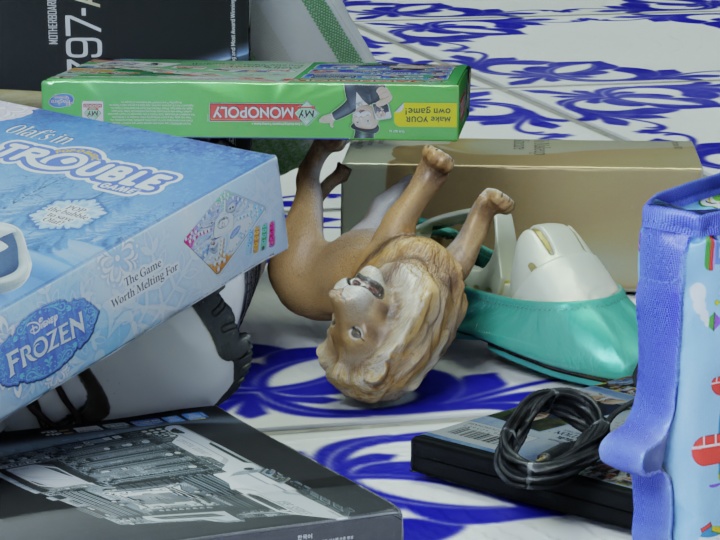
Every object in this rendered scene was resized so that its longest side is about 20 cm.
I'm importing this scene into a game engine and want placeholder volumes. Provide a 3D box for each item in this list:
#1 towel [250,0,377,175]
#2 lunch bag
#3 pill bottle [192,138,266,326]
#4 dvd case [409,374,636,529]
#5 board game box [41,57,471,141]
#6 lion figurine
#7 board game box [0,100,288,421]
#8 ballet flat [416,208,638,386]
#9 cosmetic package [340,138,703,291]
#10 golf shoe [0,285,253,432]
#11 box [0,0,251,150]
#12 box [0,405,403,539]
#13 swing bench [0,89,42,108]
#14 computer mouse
[{"bbox_3d":[-0.095,-0.103,1.440,0.199,0.150,0.031,-26,29,9],"label":"towel"},{"bbox_3d":[0.148,0.042,0.916,0.094,0.152,0.199,11,16,42],"label":"lunch bag"},{"bbox_3d":[-0.098,-0.014,1.283,0.105,0.107,0.200,1,11,3],"label":"pill bottle"},{"bbox_3d":[0.138,0.072,1.095,0.142,0.018,0.199,12,16,42],"label":"dvd case"},{"bbox_3d":[-0.047,-0.085,1.290,0.198,0.029,0.135,1,10,5],"label":"board game box"},{"bbox_3d":[0.000,0.000,1.257,0.072,0.123,0.200,34,-8,-19],"label":"lion figurine"},{"bbox_3d":[-0.164,-0.005,0.957,0.199,0.044,0.199,12,30,37],"label":"board game box"},{"bbox_3d":[0.074,0.007,1.271,0.067,0.071,0.199,-12,17,-40],"label":"ballet flat"},{"bbox_3d":[0.090,-0.033,1.456,0.198,0.072,0.105,0,11,2],"label":"cosmetic package"},{"bbox_3d":[-0.126,0.051,1.027,0.199,0.078,0.094,-19,16,43],"label":"golf shoe"},{"bbox_3d":[-0.137,-0.089,1.395,0.159,0.202,0.044,1,24,-2],"label":"box"},{"bbox_3d":[-0.107,0.097,0.896,0.199,0.050,0.157,-5,12,-26],"label":"box"},{"bbox_3d":[-0.280,-0.062,1.278,0.198,0.131,0.200,5,-14,27],"label":"swing bench"},{"bbox_3d":[0.120,0.059,1.056,0.058,0.034,0.199,30,33,35],"label":"computer mouse"}]
